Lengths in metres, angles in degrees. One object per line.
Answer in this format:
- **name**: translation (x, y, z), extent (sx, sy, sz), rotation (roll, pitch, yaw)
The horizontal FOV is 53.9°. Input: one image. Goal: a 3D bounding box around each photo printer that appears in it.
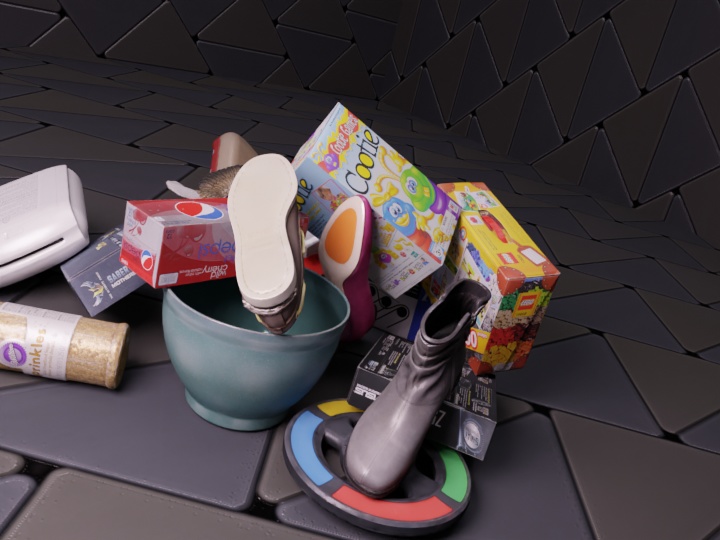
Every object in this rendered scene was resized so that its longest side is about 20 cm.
- **photo printer**: translation (-0.424, -0.052, 0.885), extent (0.163, 0.071, 0.200), rotation (-25, 32, -13)

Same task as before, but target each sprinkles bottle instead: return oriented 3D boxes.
- **sprinkles bottle**: translation (-0.337, 0.069, 0.714), extent (0.194, 0.070, 0.069), rotation (12, 20, -11)

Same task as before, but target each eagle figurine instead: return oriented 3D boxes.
- **eagle figurine**: translation (-0.206, -0.101, 1.142), extent (0.154, 0.197, 0.151), rotation (56, -12, 9)

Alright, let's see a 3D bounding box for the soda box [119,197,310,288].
- **soda box**: translation (-0.147, -0.035, 0.741), extent (0.069, 0.065, 0.197), rotation (28, 23, 34)

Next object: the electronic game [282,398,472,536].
- **electronic game**: translation (0.018, 0.189, 0.707), extent (0.194, 0.043, 0.201), rotation (15, 19, -5)

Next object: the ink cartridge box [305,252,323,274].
- **ink cartridge box**: translation (-0.120, -0.049, 1.000), extent (0.194, 0.051, 0.163), rotation (-13, 42, -3)

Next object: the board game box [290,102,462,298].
- **board game box**: translation (0.009, -0.080, 0.852), extent (0.198, 0.104, 0.104), rotation (37, 50, -14)

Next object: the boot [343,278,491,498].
- **boot**: translation (0.051, 0.100, 0.659), extent (0.068, 0.134, 0.201), rotation (26, 48, 13)

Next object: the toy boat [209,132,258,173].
- **toy boat**: translation (-0.248, -0.153, 1.307), extent (0.131, 0.128, 0.204), rotation (46, 29, -40)

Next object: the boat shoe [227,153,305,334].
- **boat shoe**: translation (-0.087, -0.032, 0.685), extent (0.070, 0.060, 0.203), rotation (-11, 47, 1)

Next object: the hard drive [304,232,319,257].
- **hard drive**: translation (-0.049, -0.102, 1.031), extent (0.131, 0.027, 0.198), rotation (38, 50, 26)

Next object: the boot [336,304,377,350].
- **boot**: translation (-0.097, 0.045, 0.981), extent (0.197, 0.068, 0.173), rotation (25, 19, 31)

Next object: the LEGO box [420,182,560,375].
- **LEGO box**: translation (0.154, 0.006, 0.906), extent (0.075, 0.152, 0.202), rotation (-4, 38, -20)

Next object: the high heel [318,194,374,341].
- **high heel**: translation (0.000, 0.000, 0.831), extent (0.094, 0.205, 0.067), rotation (-15, 37, -41)

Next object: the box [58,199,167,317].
- **box**: translation (-0.273, -0.023, 0.842), extent (0.156, 0.052, 0.199), rotation (-35, 20, -18)

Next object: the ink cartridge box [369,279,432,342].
- **ink cartridge box**: translation (0.076, 0.049, 1.041), extent (0.195, 0.096, 0.044), rotation (20, 21, 13)

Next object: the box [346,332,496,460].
- **box**: translation (0.079, 0.137, 0.828), extent (0.156, 0.045, 0.200), rotation (21, 9, 7)

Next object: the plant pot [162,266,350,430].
- **plant pot**: translation (-0.119, 0.080, 0.752), extent (0.194, 0.138, 0.201), rotation (13, 19, -5)
